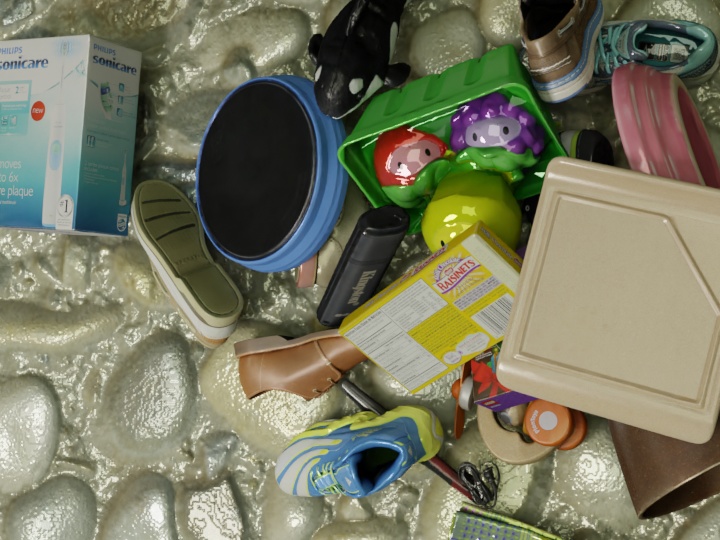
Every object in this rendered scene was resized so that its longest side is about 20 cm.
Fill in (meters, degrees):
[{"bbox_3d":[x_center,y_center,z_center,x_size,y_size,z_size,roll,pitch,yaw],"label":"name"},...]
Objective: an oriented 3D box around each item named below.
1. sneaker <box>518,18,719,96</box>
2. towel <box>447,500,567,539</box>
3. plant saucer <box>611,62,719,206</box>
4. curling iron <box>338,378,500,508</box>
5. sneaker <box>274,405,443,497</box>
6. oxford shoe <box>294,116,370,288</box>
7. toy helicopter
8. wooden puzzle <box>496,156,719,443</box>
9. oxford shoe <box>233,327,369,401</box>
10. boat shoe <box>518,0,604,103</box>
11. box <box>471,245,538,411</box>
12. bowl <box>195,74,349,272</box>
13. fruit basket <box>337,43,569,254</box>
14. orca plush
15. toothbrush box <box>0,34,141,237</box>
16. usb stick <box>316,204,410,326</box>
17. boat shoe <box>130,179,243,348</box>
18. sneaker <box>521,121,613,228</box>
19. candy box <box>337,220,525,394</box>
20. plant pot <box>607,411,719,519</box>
[{"bbox_3d":[0.248,-0.217,1.096,0.197,0.086,0.079,-3,87,13],"label":"sneaker"},{"bbox_3d":[0.135,0.348,1.127,0.142,0.023,0.203,17,97,14],"label":"towel"},{"bbox_3d":[0.287,-0.097,1.021,0.050,0.200,0.203,-21,83,26],"label":"plant saucer"},{"bbox_3d":[0.061,0.172,1.154,0.199,0.026,0.050,35,117,13],"label":"curling iron"},{"bbox_3d":[-0.019,0.187,1.118,0.198,0.105,0.077,-25,89,25],"label":"sneaker"},{"bbox_3d":[-0.025,-0.081,1.175,0.073,0.071,0.204,6,91,-9],"label":"oxford shoe"},{"bbox_3d":[0.144,0.092,1.128,0.130,0.079,0.203,-13,74,21],"label":"toy helicopter"},{"bbox_3d":[0.221,0.022,0.936,0.182,0.037,0.203,14,93,21],"label":"wooden puzzle"},{"bbox_3d":[-0.034,0.095,1.159,0.197,0.071,0.073,-12,80,23],"label":"oxford shoe"},{"bbox_3d":[0.187,-0.244,1.064,0.071,0.202,0.073,-18,127,21],"label":"boat shoe"},{"bbox_3d":[0.187,0.036,1.034,0.198,0.039,0.139,-23,56,36],"label":"box"},{"bbox_3d":[-0.096,-0.100,1.150,0.199,0.039,0.204,-4,84,42],"label":"bowl"},{"bbox_3d":[0.093,-0.084,1.064,0.213,0.156,0.218,-22,42,21],"label":"fruit basket"},{"bbox_3d":[0.016,-0.242,1.111,0.105,0.071,0.200,37,63,17],"label":"orca plush"},{"bbox_3d":[-0.320,-0.142,1.211,0.144,0.085,0.204,5,88,31],"label":"toothbrush box"},{"bbox_3d":[0.000,0.000,1.097,0.055,0.201,0.033,-15,67,-23],"label":"usb stick"},{"bbox_3d":[-0.192,-0.006,1.196,0.201,0.074,0.069,59,145,28],"label":"boat shoe"},{"bbox_3d":[0.201,-0.044,1.123,0.082,0.071,0.204,6,88,37],"label":"sneaker"},{"bbox_3d":[0.076,0.039,1.038,0.102,0.027,0.199,42,132,-13],"label":"candy box"},{"bbox_3d":[0.293,0.095,1.040,0.185,0.187,0.202,-28,67,10],"label":"plant pot"}]
